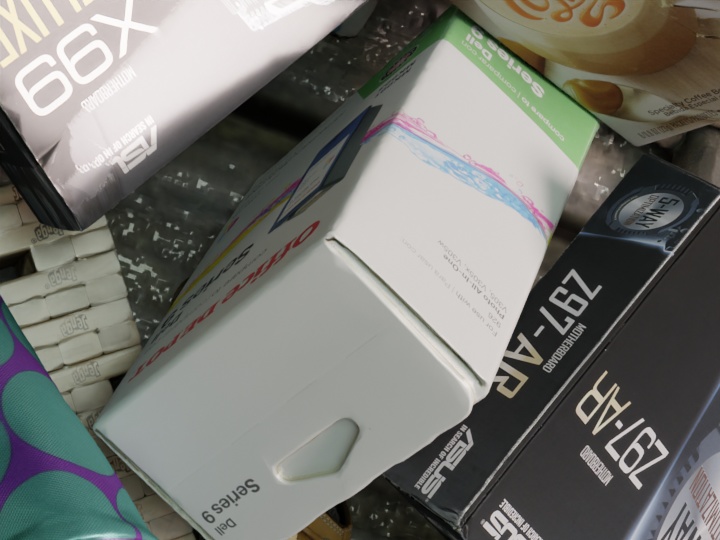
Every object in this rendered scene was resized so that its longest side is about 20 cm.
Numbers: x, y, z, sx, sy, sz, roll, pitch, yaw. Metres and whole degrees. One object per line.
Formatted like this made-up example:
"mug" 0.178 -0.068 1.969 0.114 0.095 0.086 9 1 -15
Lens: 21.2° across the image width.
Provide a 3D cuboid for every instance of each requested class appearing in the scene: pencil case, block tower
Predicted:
"pencil case" -0.151 0.062 0.724 0.085 0.093 0.200 -24 55 -21
"block tower" -0.115 0.060 0.808 0.057 0.054 0.201 -17 88 -19

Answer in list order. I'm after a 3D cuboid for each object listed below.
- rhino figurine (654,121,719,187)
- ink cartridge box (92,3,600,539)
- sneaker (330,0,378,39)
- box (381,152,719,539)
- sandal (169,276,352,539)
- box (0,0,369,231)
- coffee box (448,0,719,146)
"rhino figurine" 0.170 -0.064 0.916 0.087 0.060 0.201 20 75 -35
"ink cartridge box" 0.000 0.000 0.760 0.087 0.145 0.200 43 36 -12
"sneaker" 0.032 -0.197 0.863 0.086 0.075 0.201 11 105 -28
"box" 0.115 0.075 0.767 0.160 0.043 0.200 -49 135 -9
"sandal" -0.033 0.096 0.815 0.054 0.082 0.201 -14 79 15
"box" -0.084 -0.137 0.745 0.200 0.050 0.158 -40 113 -22
"coffee box" 0.084 -0.142 0.741 0.199 0.114 0.080 34 63 -25
